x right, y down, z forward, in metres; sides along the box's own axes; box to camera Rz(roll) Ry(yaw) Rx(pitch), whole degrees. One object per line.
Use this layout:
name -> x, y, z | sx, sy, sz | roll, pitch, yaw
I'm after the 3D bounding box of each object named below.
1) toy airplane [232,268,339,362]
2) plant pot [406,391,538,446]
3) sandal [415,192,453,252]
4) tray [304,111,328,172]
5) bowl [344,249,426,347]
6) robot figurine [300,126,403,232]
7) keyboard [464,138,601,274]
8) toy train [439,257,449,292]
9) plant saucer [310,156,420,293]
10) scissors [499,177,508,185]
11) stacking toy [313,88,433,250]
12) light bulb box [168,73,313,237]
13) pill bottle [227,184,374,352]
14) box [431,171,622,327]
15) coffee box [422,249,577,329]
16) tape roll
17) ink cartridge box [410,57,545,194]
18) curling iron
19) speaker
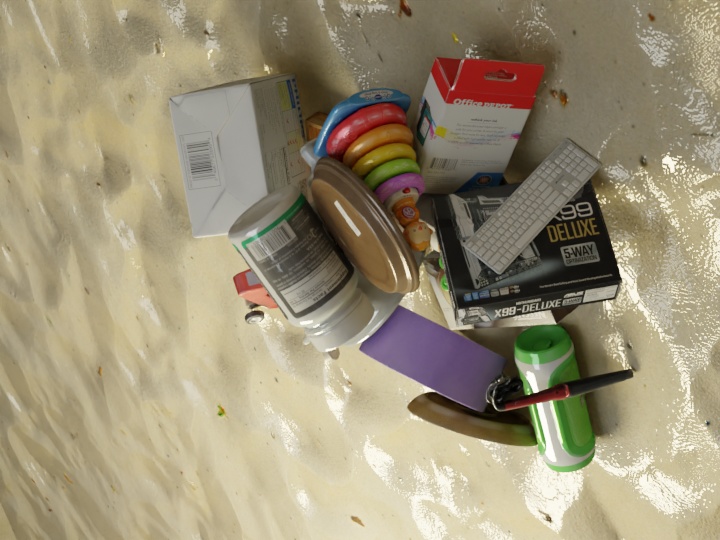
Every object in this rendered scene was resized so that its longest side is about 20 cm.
toy airplane -> -0.077, 0.017, 1.870 | 0.200, 0.200, 0.141 | 39, 135, -8
plant pot -> 0.166, 0.211, 1.781 | 0.199, 0.199, 0.028 | 17, 96, 39
sandal -> 0.108, -0.063, 1.556 | 0.206, 0.079, 0.059 | 34, 151, 15
tray -> -0.025, -0.128, 1.808 | 0.098, 0.037, 0.202 | 24, 134, 34
bowl -> 0.000, 0.000, 1.733 | 0.090, 0.202, 0.201 | 35, 148, -17
robot figurine -> 0.009, -0.106, 1.622 | 0.169, 0.113, 0.200 | -41, 93, 21
keyboard -> 0.206, -0.078, 1.460 | 0.056, 0.200, 0.011 | 36, 158, 22
toy train -> 0.129, -0.064, 1.606 | 0.056, 0.042, 0.202 | -14, 75, 37
plant saucer -> 0.000, -0.049, 1.504 | 0.200, 0.029, 0.200 | 50, 165, 18
scissors -> 0.200, -0.089, 1.553 | 0.073, 0.014, 0.202 | -28, 60, 28
stacking toy -> 0.035, -0.110, 1.479 | 0.201, 0.115, 0.110 | 66, 148, 23
light bulb box -> -0.161, -0.166, 1.724 | 0.123, 0.200, 0.201 | -5, 101, 15
pill bottle -> -0.074, 0.000, 1.596 | 0.113, 0.113, 0.201 | -12, 118, 51
box -> 0.195, -0.027, 1.466 | 0.050, 0.198, 0.159 | 85, 175, -60
coffee box -> 0.192, 0.010, 1.644 | 0.199, 0.080, 0.114 | -5, 113, 50
tape roll -> 0.103, 0.119, 1.739 | 0.199, 0.086, 0.200 | 27, 179, 1
ink cartridge box -> 0.134, -0.188, 1.491 | 0.068, 0.115, 0.201 | -109, 29, -43
curling iron -> 0.264, 0.152, 1.620 | 0.026, 0.198, 0.050 | -100, 4, -68
speaker -> 0.270, 0.177, 1.696 | 0.088, 0.088, 0.202 | 9, 126, 43
